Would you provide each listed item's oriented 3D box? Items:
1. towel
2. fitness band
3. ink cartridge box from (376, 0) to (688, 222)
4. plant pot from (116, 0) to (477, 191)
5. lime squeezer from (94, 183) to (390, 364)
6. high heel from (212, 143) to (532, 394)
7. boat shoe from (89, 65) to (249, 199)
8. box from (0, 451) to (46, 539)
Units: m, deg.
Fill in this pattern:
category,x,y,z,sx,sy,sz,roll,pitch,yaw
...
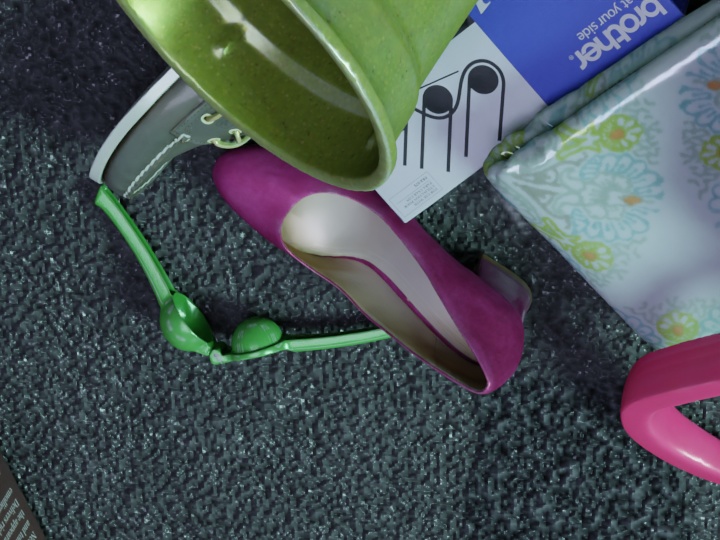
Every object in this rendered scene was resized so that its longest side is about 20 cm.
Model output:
category,x,y,z,sx,sy,sz,roll,pitch,yaw
towel,0.191,-0.053,1.283,0.199,0.048,0.171,-33,118,24
fitness band,0.226,0.077,1.313,0.143,0.038,0.200,27,157,-21
ink cartridge box,0.068,-0.119,1.302,0.200,0.044,0.094,-36,105,27
plant pot,-0.005,-0.175,1.194,0.200,0.184,0.201,38,164,13
lime squeezer,-0.070,0.022,1.427,0.199,0.038,0.071,23,89,4
high heel,0.000,0.000,1.353,0.199,0.096,0.068,32,121,-2
boat shoe,-0.071,-0.103,1.334,0.060,0.072,0.202,43,116,-3
box,-0.288,0.216,1.505,0.163,0.166,0.201,-16,111,21
